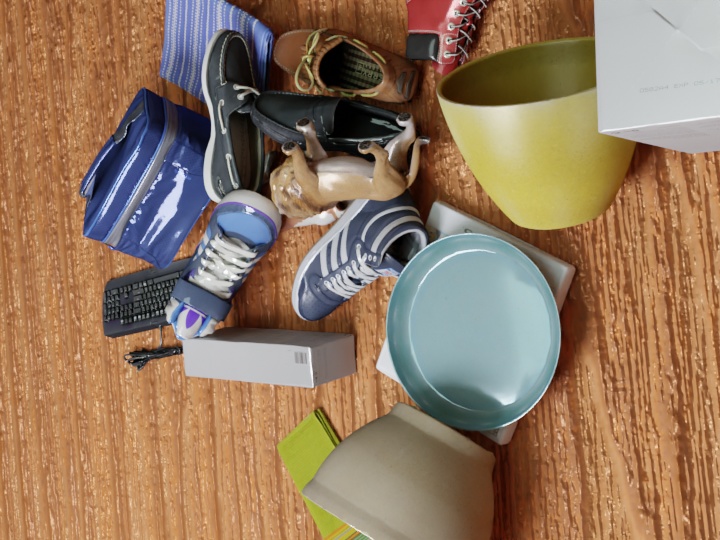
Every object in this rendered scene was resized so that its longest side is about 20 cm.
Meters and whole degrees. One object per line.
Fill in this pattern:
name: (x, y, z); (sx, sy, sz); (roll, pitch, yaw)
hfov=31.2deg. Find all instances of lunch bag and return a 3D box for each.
lunch bag: (-0.261, -0.110, 1.563); (0.201, 0.131, 0.136); (-55, 25, 22)

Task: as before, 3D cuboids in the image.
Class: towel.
towel: (-0.179, -0.262, 1.568); (0.199, 0.024, 0.146); (35, 131, 33)
towel: (-0.029, 0.265, 1.480); (0.086, 0.018, 0.201); (-43, 65, 28)

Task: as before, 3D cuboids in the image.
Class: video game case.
video game case: (0.117, 0.053, 1.366); (0.181, 0.024, 0.202); (29, 107, 34)

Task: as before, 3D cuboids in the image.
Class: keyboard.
keyboard: (-0.262, 0.059, 1.661); (0.199, 0.020, 0.129); (-14, 81, 37)

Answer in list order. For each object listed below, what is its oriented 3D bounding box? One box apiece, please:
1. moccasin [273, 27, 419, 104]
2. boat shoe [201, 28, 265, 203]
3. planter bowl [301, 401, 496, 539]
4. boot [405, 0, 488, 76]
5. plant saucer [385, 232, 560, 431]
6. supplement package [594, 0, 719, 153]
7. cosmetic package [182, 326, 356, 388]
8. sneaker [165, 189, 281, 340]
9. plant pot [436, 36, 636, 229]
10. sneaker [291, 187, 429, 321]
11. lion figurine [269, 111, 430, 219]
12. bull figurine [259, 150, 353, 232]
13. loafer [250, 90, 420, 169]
moccasin: (-0.029, -0.229, 1.445); (0.201, 0.077, 0.074); (31, 107, 39)
boat shoe: (-0.137, -0.177, 1.475); (0.060, 0.075, 0.203); (-1, 93, 44)
planter bowl: (0.057, 0.220, 1.322); (0.199, 0.200, 0.136); (24, 80, 35)
boot: (0.124, -0.279, 1.338); (0.199, 0.072, 0.146); (-4, 88, 45)
plant saucer: (0.117, 0.063, 1.326); (0.198, 0.027, 0.203); (1, 92, 31)
supplement package: (0.312, -0.190, 1.108); (0.151, 0.199, 0.153); (-3, 87, 37)
cosmetic package: (-0.107, 0.100, 1.500); (0.198, 0.082, 0.051); (1, 101, 38)
sneaker: (-0.161, 0.009, 1.464); (0.200, 0.080, 0.148); (-40, 27, 58)
plant pot: (0.183, -0.124, 1.234); (0.198, 0.200, 0.143); (5, 119, 37)
sneaker: (0.000, 0.000, 1.411); (0.201, 0.070, 0.109); (-53, 40, 21)
lion figurine: (-0.011, -0.101, 1.362); (0.198, 0.123, 0.073); (5, 49, 21)
bull figurine: (-0.078, -0.095, 1.493); (0.199, 0.065, 0.123); (-17, 75, 34)
loafer: (-0.028, -0.165, 1.412); (0.199, 0.071, 0.069); (17, 60, 14)
